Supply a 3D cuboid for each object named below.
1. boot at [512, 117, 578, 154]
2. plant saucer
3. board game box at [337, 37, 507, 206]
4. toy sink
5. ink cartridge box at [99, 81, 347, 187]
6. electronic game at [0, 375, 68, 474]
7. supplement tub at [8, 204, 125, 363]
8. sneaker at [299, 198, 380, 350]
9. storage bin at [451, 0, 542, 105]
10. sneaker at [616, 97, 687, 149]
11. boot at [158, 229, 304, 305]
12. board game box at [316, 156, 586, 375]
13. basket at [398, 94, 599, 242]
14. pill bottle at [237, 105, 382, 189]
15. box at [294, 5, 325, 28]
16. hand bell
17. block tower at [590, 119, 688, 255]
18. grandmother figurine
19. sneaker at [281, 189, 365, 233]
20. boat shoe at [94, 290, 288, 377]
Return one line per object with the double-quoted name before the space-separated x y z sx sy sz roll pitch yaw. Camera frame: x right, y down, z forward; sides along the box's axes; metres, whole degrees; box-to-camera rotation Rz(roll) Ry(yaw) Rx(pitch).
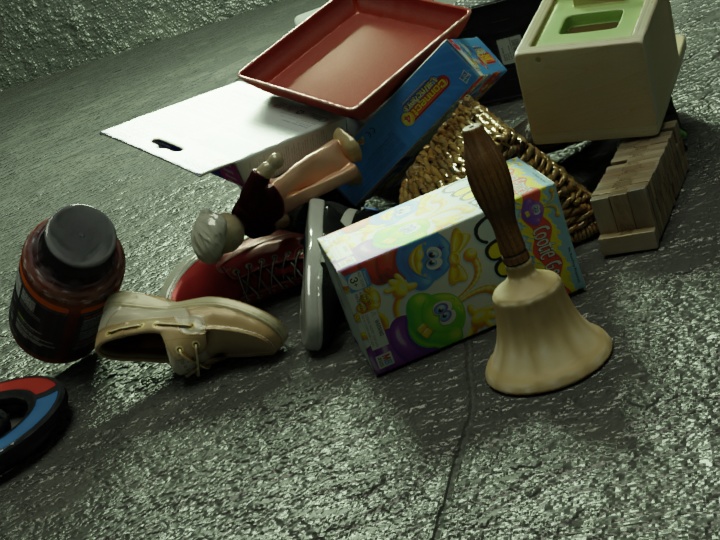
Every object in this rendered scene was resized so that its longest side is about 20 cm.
"boot" 0.181 -0.151 1.476 0.173 0.070 0.200 -24 4 25
"plant saucer" -0.005 -0.240 1.447 0.199 0.037 0.200 22 54 42
"board game box" 0.065 -0.172 1.466 0.200 0.056 0.196 -45 -3 18
"toy sink" 0.250 -0.230 1.326 0.130 0.113 0.200 -1 35 26
"ink cartridge box" -0.149 -0.144 1.418 0.199 0.044 0.196 -27 35 -33
"electronic game" -0.375 0.158 1.246 0.199 0.042 0.200 -18 20 7
"supplement tub" -0.299 0.012 1.331 0.107 0.107 0.200 -33 -12 -32
"sneaker" 0.000 0.000 1.252 0.111 0.073 0.201 5 40 -4
"storage bin" 0.213 -0.312 1.758 0.199 0.136 0.094 -8 22 31
"sneaker" 0.304 -0.180 1.403 0.076 0.084 0.200 -16 20 12
"boot" -0.103 0.006 1.339 0.144 0.073 0.200 0 24 40
"board game box" 0.078 -0.007 1.140 0.199 0.105 0.103 -23 20 -5
"basket" 0.136 -0.064 1.298 0.143 0.149 0.200 -52 18 9
"pill bottle" -0.061 -0.170 1.550 0.199 0.113 0.113 -35 15 18
"box" 0.026 -0.254 1.697 0.170 0.201 0.199 -18 20 -1
"hand bell" 0.117 -0.018 0.991 0.103 0.201 0.104 -17 19 6
"block tower" 0.267 -0.084 1.231 0.054 0.058 0.200 -10 23 27
"grandmother figurine" -0.088 -0.073 1.326 0.199 0.122 0.061 -34 53 -20
"sneaker" -0.086 -0.070 1.515 0.199 0.078 0.085 -26 13 -22
"boat shoe" -0.166 0.069 1.244 0.199 0.074 0.070 3 55 25
